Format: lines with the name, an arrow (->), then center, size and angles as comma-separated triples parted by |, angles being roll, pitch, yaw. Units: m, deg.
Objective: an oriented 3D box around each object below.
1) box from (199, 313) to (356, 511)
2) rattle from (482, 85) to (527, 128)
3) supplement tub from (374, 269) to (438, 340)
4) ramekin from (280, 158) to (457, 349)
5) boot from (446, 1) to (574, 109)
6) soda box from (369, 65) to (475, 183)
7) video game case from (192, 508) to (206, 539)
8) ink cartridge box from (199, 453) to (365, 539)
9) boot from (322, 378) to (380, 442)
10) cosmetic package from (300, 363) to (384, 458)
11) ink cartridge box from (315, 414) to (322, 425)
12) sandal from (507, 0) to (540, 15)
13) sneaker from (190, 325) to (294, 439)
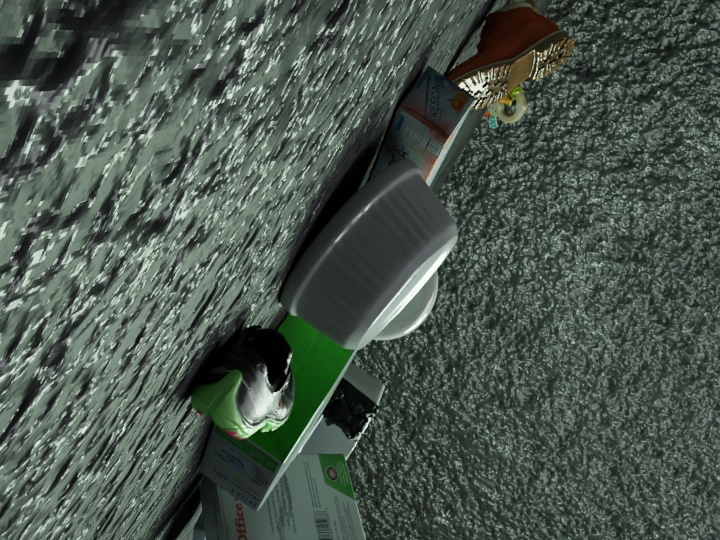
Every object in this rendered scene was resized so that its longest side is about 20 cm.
box -> -0.093, 0.160, 1.023 | 0.201, 0.096, 0.177 | -56, 176, -34
rattle -> 0.417, -0.501, 2.657 | 0.143, 0.131, 0.199 | -42, -166, -35
supplement tub -> 0.030, 0.018, 1.135 | 0.146, 0.143, 0.200 | -57, 177, -1
ramekin -> 0.016, -0.007, 0.879 | 0.202, 0.094, 0.203 | -46, 171, -9
boot -> 0.179, -0.294, 1.148 | 0.197, 0.108, 0.075 | -28, 157, -16
soda box -> 0.060, -0.132, 0.948 | 0.069, 0.063, 0.201 | -55, 176, -27
video game case -> -0.210, 0.378, 1.244 | 0.183, 0.022, 0.203 | -68, 171, -57
ink cartridge box -> -0.107, 0.328, 1.130 | 0.084, 0.196, 0.148 | -57, -143, 40
boot -> -0.043, 0.178, 1.315 | 0.074, 0.161, 0.198 | -56, 176, 10
cosmetic package -> -0.069, 0.248, 1.516 | 0.167, 0.163, 0.200 | -58, 177, 5
ink cartridge box -> -0.110, 0.217, 1.279 | 0.045, 0.093, 0.200 | -57, 177, 10
sandal -> 0.236, -0.369, 1.388 | 0.054, 0.081, 0.200 | -31, 168, -27
sneaker -> -0.086, 0.094, 0.760 | 0.084, 0.076, 0.200 | -54, 178, 3
